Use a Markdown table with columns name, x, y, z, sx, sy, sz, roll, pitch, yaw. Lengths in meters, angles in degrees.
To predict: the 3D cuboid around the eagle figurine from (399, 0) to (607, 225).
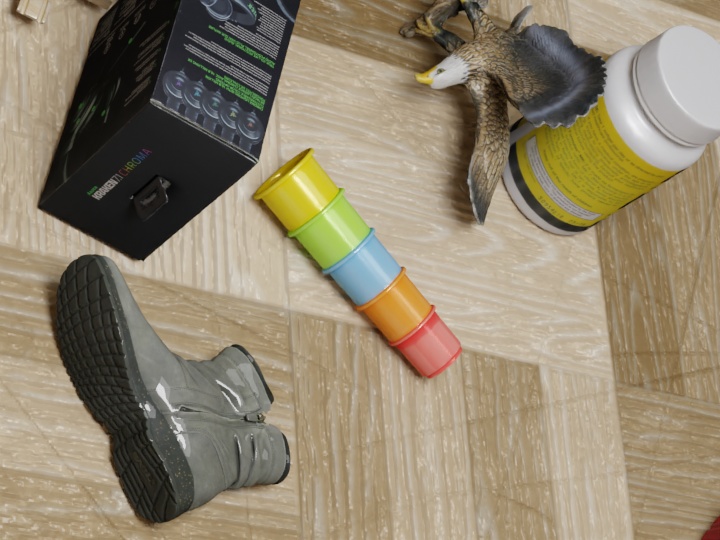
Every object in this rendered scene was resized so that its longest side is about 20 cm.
| name | x | y | z | sx | sy | sz | roll | pitch | yaw |
| --- | --- | --- | --- | --- | --- | --- | --- | --- | --- |
| eagle figurine | 0.112 | -0.154 | 1.814 | 0.151 | 0.152 | 0.200 | -29 | 66 | -8 |

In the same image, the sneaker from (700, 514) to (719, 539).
| name | x | y | z | sx | sy | sz | roll | pitch | yaw |
| --- | --- | --- | --- | --- | --- | --- | --- | --- | --- |
| sneaker | 0.328 | 0.287 | 1.810 | 0.115 | 0.078 | 0.200 | 43 | 60 | -24 |

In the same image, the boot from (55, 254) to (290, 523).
| name | x | y | z | sx | sy | sz | roll | pitch | yaw |
| --- | --- | --- | --- | --- | --- | --- | --- | --- | --- |
| boot | -0.132 | 0.074 | 1.559 | 0.130 | 0.068 | 0.201 | -20 | 88 | -48 |

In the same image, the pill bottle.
| name | x | y | z | sx | sy | sz | roll | pitch | yaw |
| --- | --- | --- | --- | --- | --- | --- | --- | --- | --- |
| pill bottle | 0.218 | -0.118 | 1.835 | 0.114 | 0.200 | 0.115 | 18 | 58 | -30 |

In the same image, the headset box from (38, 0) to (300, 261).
| name | x | y | z | sx | sy | sz | roll | pitch | yaw |
| --- | --- | --- | --- | --- | --- | --- | --- | --- | --- |
| headset box | -0.135 | -0.127 | 1.576 | 0.093 | 0.174 | 0.201 | 29 | 51 | -22 |

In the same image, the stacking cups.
| name | x | y | z | sx | sy | sz | roll | pitch | yaw |
| --- | --- | --- | --- | --- | --- | --- | --- | --- | --- |
| stacking cups | 0.000 | 0.000 | 1.707 | 0.200 | 0.060 | 0.061 | 52 | 46 | -12 |

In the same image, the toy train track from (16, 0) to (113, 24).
| name | x | y | z | sx | sy | sz | roll | pitch | yaw |
| --- | --- | --- | --- | --- | --- | --- | --- | --- | --- |
| toy train track | -0.267 | -0.254 | 1.628 | 0.200 | 0.033 | 0.115 | 25 | 46 | -22 |
